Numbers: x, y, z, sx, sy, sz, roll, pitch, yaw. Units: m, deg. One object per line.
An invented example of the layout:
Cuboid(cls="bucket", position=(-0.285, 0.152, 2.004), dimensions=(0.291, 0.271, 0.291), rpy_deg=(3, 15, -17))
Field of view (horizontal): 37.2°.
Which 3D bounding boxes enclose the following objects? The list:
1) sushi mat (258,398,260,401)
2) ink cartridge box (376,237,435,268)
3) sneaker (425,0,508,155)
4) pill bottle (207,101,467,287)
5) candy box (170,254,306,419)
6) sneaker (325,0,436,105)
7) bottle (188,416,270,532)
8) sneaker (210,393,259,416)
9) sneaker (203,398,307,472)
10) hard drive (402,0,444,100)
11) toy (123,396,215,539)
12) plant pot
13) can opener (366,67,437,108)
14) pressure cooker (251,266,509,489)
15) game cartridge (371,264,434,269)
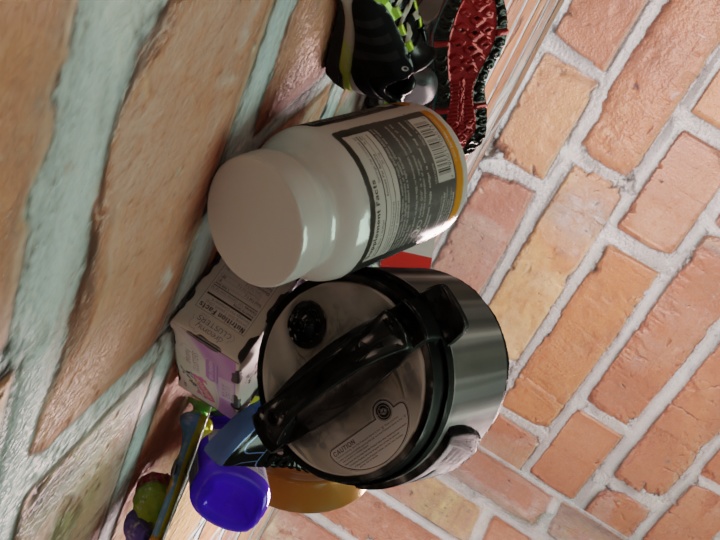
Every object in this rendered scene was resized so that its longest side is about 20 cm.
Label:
Cuboid(cls="sushi mat", position=(-0.060, 0.085, 1.014), dimensions=(0.096, 0.012, 0.201), rpy_deg=(-43, 166, -31))
Cuboid(cls="ink cartridge box", position=(0.045, -0.038, 1.062), dimensions=(0.050, 0.201, 0.161), rpy_deg=(-33, 166, 16))
Cuboid(cls="sneaker", position=(0.092, -0.223, 1.114), dimensions=(0.096, 0.078, 0.202), rpy_deg=(-116, -152, -48))
Cuboid(cls="pill bottle", position=(-0.014, -0.059, 0.815), dimensions=(0.199, 0.116, 0.117), rpy_deg=(-23, 147, -48))
Cuboid(cls="candy box", position=(-0.084, 0.016, 0.963), dimensions=(0.201, 0.071, 0.168), rpy_deg=(-56, 173, -23))
Cuboid(cls="sneaker", position=(0.028, -0.196, 0.826), dimensions=(0.072, 0.082, 0.200), rpy_deg=(-57, 173, -22))
Cuboid(cls="bottle", position=(-0.146, 0.208, 1.159), dimensions=(0.066, 0.083, 0.200), rpy_deg=(-59, -164, 6))
Cuboid(cls="sneaker", position=(-0.110, 0.092, 1.149), dimensions=(0.065, 0.079, 0.200), rpy_deg=(-5, 153, -39))
Cuboid(cls="sneaker", position=(-0.060, 0.158, 1.015), dimensions=(0.199, 0.078, 0.070), rpy_deg=(-15, 151, -54))
Cuboid(cls="hard drive", position=(0.071, -0.246, 1.194), dimensions=(0.132, 0.026, 0.201), rpy_deg=(-56, 172, -34))
Cuboid(cls="toy", position=(-0.200, 0.219, 1.065), dimensions=(0.115, 0.047, 0.202), rpy_deg=(144, -30, -78))
Cuboid(cls="plant pot", position=(-0.067, 0.177, 1.393), dimensions=(0.200, 0.198, 0.185), rpy_deg=(-50, 154, -55))
Cuboid(cls="can opener", position=(0.036, -0.155, 1.118), dimensions=(0.200, 0.066, 0.054), rpy_deg=(104, -1, -70))
Cuboid(cls="pressure cooker", position=(0.011, 0.084, 0.875), dimensions=(0.199, 0.177, 0.178), rpy_deg=(3, 101, -61))
Cuboid(cls="game cartridge", position=(0.000, 0.000, 1.155), dimensions=(0.200, 0.041, 0.134), rpy_deg=(49, 60, -37))
